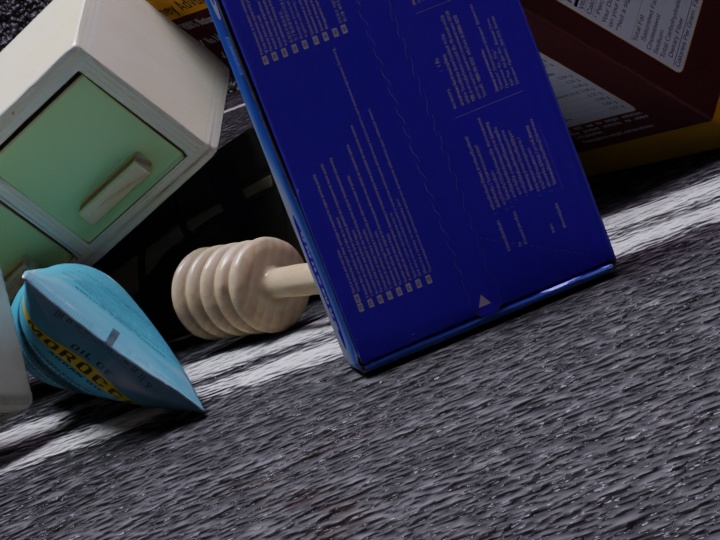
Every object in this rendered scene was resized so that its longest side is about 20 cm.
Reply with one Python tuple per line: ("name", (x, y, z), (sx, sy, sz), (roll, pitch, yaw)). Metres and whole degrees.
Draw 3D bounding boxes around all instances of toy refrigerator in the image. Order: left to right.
("toy refrigerator", (-0.148, -0.027, 1.236), (0.200, 0.076, 0.070), (-40, 25, 28))

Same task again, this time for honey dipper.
("honey dipper", (0.000, 0.000, 1.105), (0.038, 0.038, 0.200), (-26, 11, -37))

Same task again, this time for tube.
("tube", (-0.100, 0.023, 1.115), (0.051, 0.077, 0.200), (-59, 9, -5))

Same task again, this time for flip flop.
("flip flop", (-0.025, -0.023, 1.240), (0.200, 0.081, 0.058), (-24, -10, 25))

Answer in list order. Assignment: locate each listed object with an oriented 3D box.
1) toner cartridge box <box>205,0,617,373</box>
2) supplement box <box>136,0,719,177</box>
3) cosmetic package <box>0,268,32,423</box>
("toner cartridge box", (0.004, -0.077, 0.987), (0.095, 0.201, 0.043), (-21, 6, -6))
("supplement box", (0.039, -0.139, 1.228), (0.197, 0.200, 0.133), (-11, 57, 55))
("cosmetic package", (-0.228, 0.034, 1.068), (0.103, 0.073, 0.200), (-27, -18, 39))
